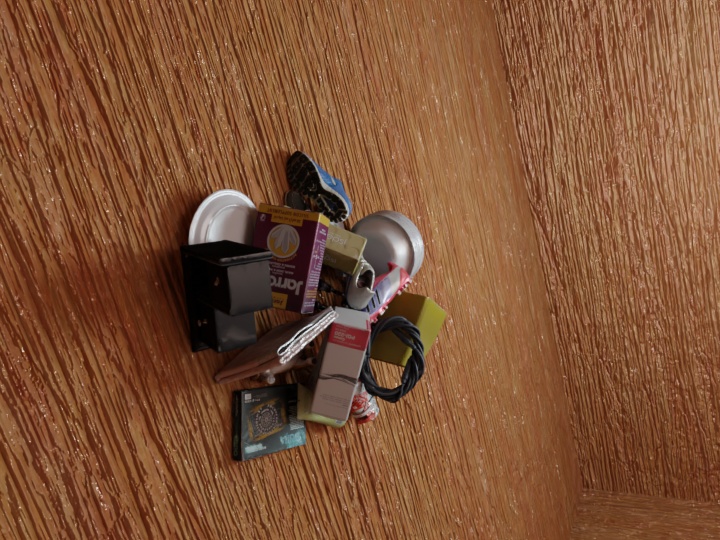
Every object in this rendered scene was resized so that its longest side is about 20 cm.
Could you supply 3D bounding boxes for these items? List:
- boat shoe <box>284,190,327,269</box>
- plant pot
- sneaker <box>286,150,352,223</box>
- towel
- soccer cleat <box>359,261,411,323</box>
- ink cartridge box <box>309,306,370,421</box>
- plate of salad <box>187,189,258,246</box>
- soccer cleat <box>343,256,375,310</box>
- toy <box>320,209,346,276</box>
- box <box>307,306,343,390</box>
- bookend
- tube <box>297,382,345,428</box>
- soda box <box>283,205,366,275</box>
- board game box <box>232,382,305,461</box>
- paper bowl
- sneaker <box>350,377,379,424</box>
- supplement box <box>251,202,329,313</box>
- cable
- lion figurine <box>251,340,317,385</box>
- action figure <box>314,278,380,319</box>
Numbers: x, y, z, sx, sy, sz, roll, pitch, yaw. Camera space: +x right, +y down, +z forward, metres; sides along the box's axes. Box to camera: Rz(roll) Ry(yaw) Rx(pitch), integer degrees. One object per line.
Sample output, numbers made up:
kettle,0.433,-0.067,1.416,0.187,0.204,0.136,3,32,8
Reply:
boat shoe,-0.119,-0.095,1.316,0.067,0.057,0.201,-37,115,-53
plant pot,0.090,0.155,1.467,0.200,0.199,0.177,35,69,-63
sneaker,-0.094,-0.199,1.323,0.200,0.078,0.089,51,23,0
towel,-0.162,0.143,1.090,0.200,0.191,0.032,-38,102,-52
soccer cleat,0.041,0.060,1.324,0.076,0.067,0.200,42,60,6
ink cartridge box,-0.042,0.192,1.182,0.146,0.084,0.201,-94,-163,-80
plate of salad,-0.264,-0.058,1.096,0.200,0.048,0.201,-17,110,-56
soccer cleat,0.000,0.000,1.295,0.070,0.086,0.201,22,41,-30
toy,-0.072,-0.078,1.391,0.115,0.047,0.201,4,74,-66
box,-0.069,0.184,1.285,0.039,0.041,0.201,12,99,-39
bookend,-0.225,0.059,0.959,0.092,0.198,0.201,-11,104,-33
tube,-0.094,0.314,1.266,0.052,0.058,0.200,-48,147,-2
soda box,-0.092,-0.066,1.234,0.064,0.199,0.068,112,0,-54
board game box,-0.186,0.311,1.170,0.200,0.028,0.136,10,76,-57
paper bowl,0.054,-0.048,1.444,0.104,0.200,0.202,-32,111,-54
sneaker,-0.007,0.319,1.357,0.201,0.067,0.108,22,47,-72
supplement box,-0.149,-0.023,1.130,0.103,0.130,0.201,17,83,-82
cable,0.074,0.212,1.332,0.051,0.162,0.201,126,-45,-80
lion figurine,-0.167,0.197,1.170,0.199,0.122,0.073,-6,78,-42
action figure,-0.037,0.075,1.354,0.200,0.102,0.119,19,93,-38
